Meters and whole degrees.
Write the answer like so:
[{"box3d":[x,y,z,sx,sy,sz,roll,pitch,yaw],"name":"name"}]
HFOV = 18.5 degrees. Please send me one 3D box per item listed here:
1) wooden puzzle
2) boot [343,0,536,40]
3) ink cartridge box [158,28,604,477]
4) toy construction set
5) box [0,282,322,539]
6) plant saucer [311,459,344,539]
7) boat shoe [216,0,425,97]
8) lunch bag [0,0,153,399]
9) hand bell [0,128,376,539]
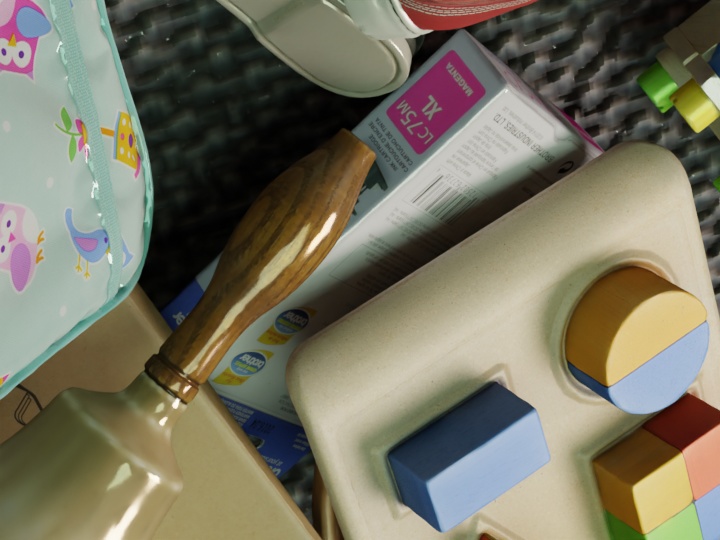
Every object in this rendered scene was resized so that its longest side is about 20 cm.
[{"box3d":[0.080,0.076,0.870,0.185,0.046,0.201,-31,121,-19],"name":"wooden puzzle"},{"box3d":[0.041,-0.181,0.727,0.144,0.072,0.201,-8,117,28],"name":"boot"},{"box3d":[0.000,0.000,0.884,0.200,0.042,0.119,-45,152,10],"name":"ink cartridge box"},{"box3d":[0.180,-0.037,0.893,0.092,0.131,0.200,-28,129,0],"name":"toy construction set"},{"box3d":[-0.131,0.075,0.844,0.163,0.021,0.200,-35,93,13],"name":"box"},{"box3d":[0.063,0.073,0.909,0.199,0.037,0.201,-11,112,-29],"name":"plant saucer"},{"box3d":[-0.050,-0.139,0.793,0.067,0.057,0.200,-19,134,39],"name":"boat shoe"},{"box3d":[-0.141,-0.062,0.721,0.160,0.077,0.201,-38,126,-51],"name":"lunch bag"},{"box3d":[-0.062,0.033,0.786,0.200,0.104,0.104,-51,127,-2],"name":"hand bell"}]
